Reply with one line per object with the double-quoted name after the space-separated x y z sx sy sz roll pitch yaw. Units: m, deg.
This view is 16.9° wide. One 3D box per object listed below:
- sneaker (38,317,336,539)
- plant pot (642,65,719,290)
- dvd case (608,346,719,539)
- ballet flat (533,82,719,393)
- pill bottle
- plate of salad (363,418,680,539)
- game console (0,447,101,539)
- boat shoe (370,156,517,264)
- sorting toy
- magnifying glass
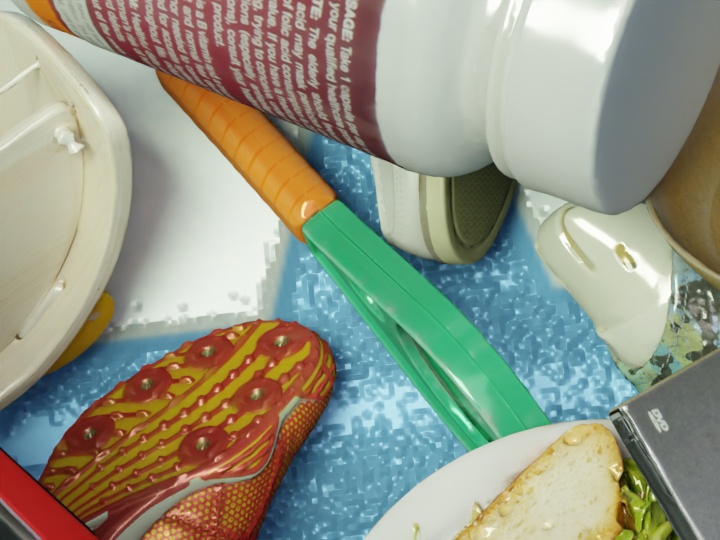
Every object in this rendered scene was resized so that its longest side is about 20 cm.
-0.072 0.100 0.775 0.073 0.077 0.200 21 66 42 "sneaker"
0.180 -0.034 0.686 0.199 0.200 0.028 -17 119 2 "plant pot"
0.188 0.057 0.681 0.199 0.016 0.149 -28 83 -18 "dvd case"
0.083 -0.032 0.772 0.074 0.074 0.201 -8 72 4 "ballet flat"
0.001 -0.095 0.700 0.199 0.114 0.115 23 83 23 "pill bottle"
0.082 0.132 0.670 0.199 0.048 0.201 4 65 -9 "plate of salad"
-0.112 0.125 0.630 0.177 0.200 0.031 42 41 -7 "game console"
0.014 -0.100 0.797 0.068 0.075 0.201 -2 81 24 "boat shoe"
-0.187 -0.023 0.788 0.200 0.107 0.180 -36 60 -6 "sorting toy"
0.000 0.000 0.781 0.022 0.080 0.200 -37 69 -7 "magnifying glass"
